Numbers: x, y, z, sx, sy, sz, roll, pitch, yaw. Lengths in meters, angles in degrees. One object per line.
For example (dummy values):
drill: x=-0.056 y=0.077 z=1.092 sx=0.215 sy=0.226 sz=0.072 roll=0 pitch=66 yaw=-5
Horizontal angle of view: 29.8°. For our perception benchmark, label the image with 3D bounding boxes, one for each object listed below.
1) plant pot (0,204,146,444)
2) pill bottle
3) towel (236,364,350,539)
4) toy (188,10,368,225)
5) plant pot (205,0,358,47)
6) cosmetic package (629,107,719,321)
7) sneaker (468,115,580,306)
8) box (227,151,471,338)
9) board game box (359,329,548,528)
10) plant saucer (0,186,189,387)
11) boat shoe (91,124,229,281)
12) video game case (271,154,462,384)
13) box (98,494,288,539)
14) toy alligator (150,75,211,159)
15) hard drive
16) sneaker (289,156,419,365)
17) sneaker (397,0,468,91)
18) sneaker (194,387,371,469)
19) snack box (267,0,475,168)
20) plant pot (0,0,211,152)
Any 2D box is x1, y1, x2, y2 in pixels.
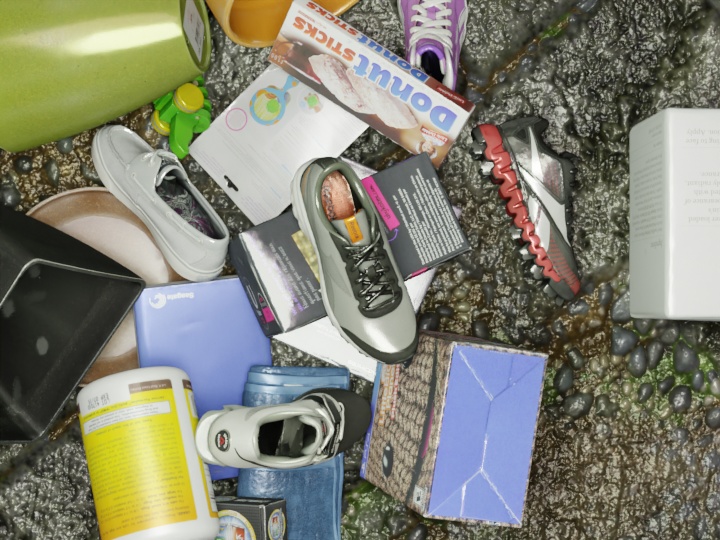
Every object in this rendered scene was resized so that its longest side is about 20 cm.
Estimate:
plant pot: x=-0.359 y=0.031 z=1.261 sx=0.177 sy=0.199 sz=0.200 roll=37 pitch=98 yaw=21
pill bottle: x=-0.193 y=0.197 z=1.254 sx=0.109 sy=0.109 sz=0.201 roll=-13 pitch=75 yaw=-2
towel: x=-0.068 y=0.194 z=1.350 sx=0.111 sy=0.049 sz=0.201 roll=3 pitch=92 yaw=-28
toy: x=-0.063 y=-0.150 z=1.368 sx=0.200 sy=0.047 sz=0.115 roll=-44 pitch=82 yaw=12
plant pot: x=-0.090 y=-0.351 z=1.312 sx=0.200 sy=0.200 sz=0.184 roll=-32 pitch=75 yaw=-2
cosmetic package: x=0.360 y=-0.050 z=1.326 sx=0.164 sy=0.165 sz=0.201 roll=1 pitch=89 yaw=-1
sneaker: x=0.187 y=-0.067 z=1.367 sx=0.098 sy=0.071 sz=0.201 roll=-24 pitch=89 yaw=0
box: x=-0.014 y=-0.022 z=1.303 sx=0.200 sy=0.122 sz=0.106 roll=-24 pitch=90 yaw=-12
board game box: x=0.084 y=0.142 z=1.290 sx=0.097 sy=0.200 sz=0.160 roll=9 pitch=89 yaw=-17
plant saucer: x=-0.266 y=0.017 z=1.370 sx=0.200 sy=0.037 sz=0.201 roll=0 pitch=89 yaw=-1
boat shoe: x=-0.194 y=-0.080 z=1.326 sx=0.072 sy=0.069 sz=0.200 roll=-12 pitch=58 yaw=-39
video game case: x=0.000 y=0.000 z=1.388 sx=0.143 sy=0.019 sz=0.200 roll=24 pitch=90 yaw=-2
box: x=-0.164 y=0.300 z=1.322 sx=0.199 sy=0.044 sz=0.161 roll=-1 pitch=91 yaw=28
toy alligator: x=-0.187 y=-0.204 z=1.368 sx=0.054 sy=0.059 sz=0.200 roll=-2 pitch=67 yaw=-40
hard drive: x=-0.153 y=0.109 z=1.354 sx=0.132 sy=0.025 sz=0.201 roll=-7 pitch=97 yaw=-15
sneaker: x=-0.004 y=-0.008 z=1.201 sx=0.074 sy=0.079 sz=0.201 roll=-25 pitch=91 yaw=-14
sneaker: x=0.074 y=-0.239 z=1.345 sx=0.072 sy=0.114 sz=0.201 roll=0 pitch=88 yaw=0
sneaker: x=-0.049 y=0.154 z=1.270 sx=0.200 sy=0.088 sz=0.074 roll=-7 pitch=94 yaw=-44
snack box: x=0.009 y=-0.181 z=1.302 sx=0.200 sy=0.024 sz=0.072 roll=33 pitch=126 yaw=4
plant pot: x=-0.249 y=-0.218 z=1.278 sx=0.199 sy=0.187 sz=0.188 roll=-7 pitch=90 yaw=11
